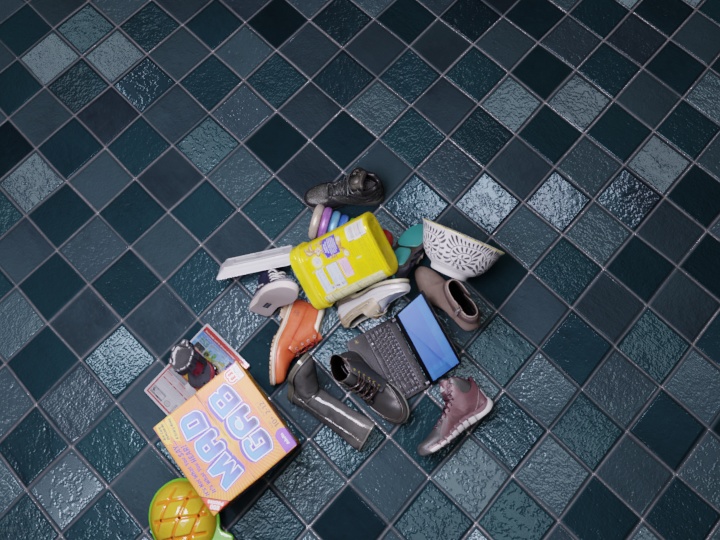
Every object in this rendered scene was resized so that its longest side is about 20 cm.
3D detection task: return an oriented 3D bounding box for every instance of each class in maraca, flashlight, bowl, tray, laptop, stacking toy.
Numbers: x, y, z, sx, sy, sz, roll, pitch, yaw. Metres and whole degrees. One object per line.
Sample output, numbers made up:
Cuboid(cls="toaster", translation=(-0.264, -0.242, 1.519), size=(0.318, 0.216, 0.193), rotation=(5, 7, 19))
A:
Cuboid(cls="maraca", translation=(-0.341, 0.516, 1.316), size=(0.136, 0.107, 0.201), rotation=(-38, 76, -12))
Cuboid(cls="flashlight", translation=(-0.345, 0.203, 1.351), size=(0.067, 0.200, 0.068), rotation=(-34, 75, -9))
Cuboid(cls="bowl", translation=(0.213, -0.036, 1.466), size=(0.197, 0.201, 0.096), rotation=(25, 98, 8))
Cuboid(cls="tray", translation=(-0.230, -0.023, 1.496), size=(0.195, 0.108, 0.023), rotation=(-12, 107, -3))
Cuboid(cls="laptop", translation=(0.090, 0.178, 1.423), size=(0.197, 0.104, 0.180), rotation=(-27, 73, -8))
Cuboid(cls="stacking toy", translation=(-0.019, -0.087, 1.527), size=(0.196, 0.086, 0.087), rotation=(17, 73, 1))

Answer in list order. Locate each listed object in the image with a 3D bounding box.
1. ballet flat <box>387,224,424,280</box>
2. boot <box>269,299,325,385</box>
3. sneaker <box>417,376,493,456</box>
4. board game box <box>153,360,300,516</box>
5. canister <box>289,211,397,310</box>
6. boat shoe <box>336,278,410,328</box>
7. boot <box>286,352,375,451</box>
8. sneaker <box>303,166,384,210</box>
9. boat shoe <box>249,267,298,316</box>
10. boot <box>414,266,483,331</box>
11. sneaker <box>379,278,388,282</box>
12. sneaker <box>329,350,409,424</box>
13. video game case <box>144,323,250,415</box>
Cuboid(cls="ballet flat", translation=(0.106, -0.034, 1.500), size=(0.072, 0.074, 0.201), rotation=(27, 39, 9))
Cuboid(cls="boot", translation=(-0.141, 0.162, 1.450), size=(0.105, 0.075, 0.204), rotation=(15, 72, 1))
Cuboid(cls="sneaker", translation=(0.179, 0.298, 1.395), size=(0.198, 0.076, 0.117), rotation=(-31, 82, -19))
Cuboid(cls="board game box", translation=(-0.257, 0.334, 1.317), size=(0.199, 0.200, 0.201), rotation=(-38, 80, -12))
Cuboid(cls="canister", translation=(-0.035, -0.020, 1.405), size=(0.197, 0.087, 0.151), rotation=(-24, 100, 24))
Cuboid(cls="boat shoe", translation=(0.032, 0.073, 1.438), size=(0.198, 0.074, 0.070), rotation=(-24, 68, 38))
Cuboid(cls="boot", translation=(-0.059, 0.277, 1.363), size=(0.199, 0.183, 0.072), rotation=(36, 58, 19))
Cuboid(cls="sneaker", translation=(-0.042, -0.194, 1.542), size=(0.194, 0.115, 0.078), rotation=(-3, 69, 2))
Cuboid(cls="boat shoe", translation=(-0.187, 0.029, 1.435), size=(0.074, 0.199, 0.095), rotation=(21, 63, -25))
Cuboid(cls="boot", translation=(0.193, 0.049, 1.440), size=(0.070, 0.147, 0.200), rotation=(-40, 75, -10))
Cuboid(cls="sneaker", translation=(0.000, 0.000, 1.499), size=(0.113, 0.076, 0.201), rotation=(-35, 106, 27))
Cuboid(cls="sneaker", translation=(0.013, 0.253, 1.385), size=(0.199, 0.106, 0.075), rotation=(41, 101, 21))
Cuboid(cls="video game case", translation=(-0.361, 0.240, 1.454), size=(0.142, 0.017, 0.200), rotation=(40, 77, 13))
